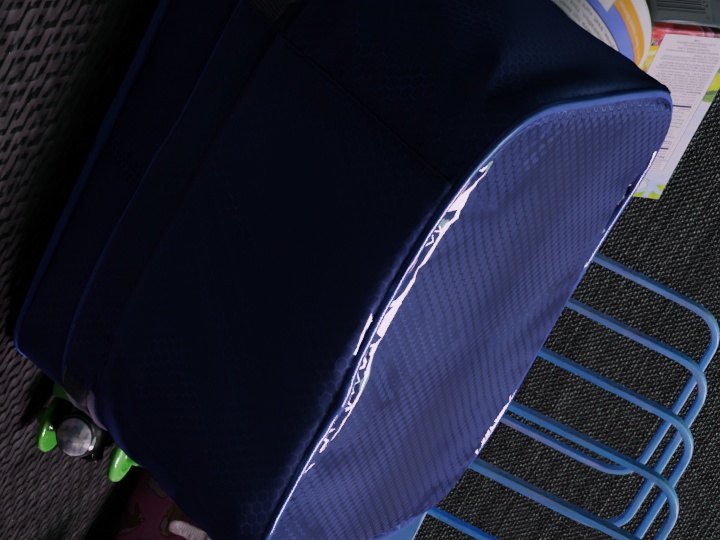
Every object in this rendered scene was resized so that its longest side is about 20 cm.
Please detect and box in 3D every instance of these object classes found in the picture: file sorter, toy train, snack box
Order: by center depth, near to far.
[{"bbox_3d":[-0.074,0.037,0.686,0.200,0.041,0.057,-21,131,-77],"label":"toy train"},{"bbox_3d":[0.091,0.095,0.857,0.200,0.122,0.140,-60,174,-52],"label":"file sorter"},{"bbox_3d":[0.141,-0.159,0.888,0.143,0.052,0.202,109,-17,-59],"label":"snack box"}]

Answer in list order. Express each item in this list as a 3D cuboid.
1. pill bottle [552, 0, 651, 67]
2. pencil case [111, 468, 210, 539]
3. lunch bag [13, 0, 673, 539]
[{"bbox_3d":[0.036,-0.056,0.751,0.201,0.111,0.112,-54,171,-28],"label":"pill bottle"},{"bbox_3d":[-0.109,0.179,0.834,0.201,0.082,0.086,-59,152,3],"label":"pencil case"},{"bbox_3d":[-0.010,-0.023,0.528,0.135,0.132,0.201,-10,134,-58],"label":"lunch bag"}]
